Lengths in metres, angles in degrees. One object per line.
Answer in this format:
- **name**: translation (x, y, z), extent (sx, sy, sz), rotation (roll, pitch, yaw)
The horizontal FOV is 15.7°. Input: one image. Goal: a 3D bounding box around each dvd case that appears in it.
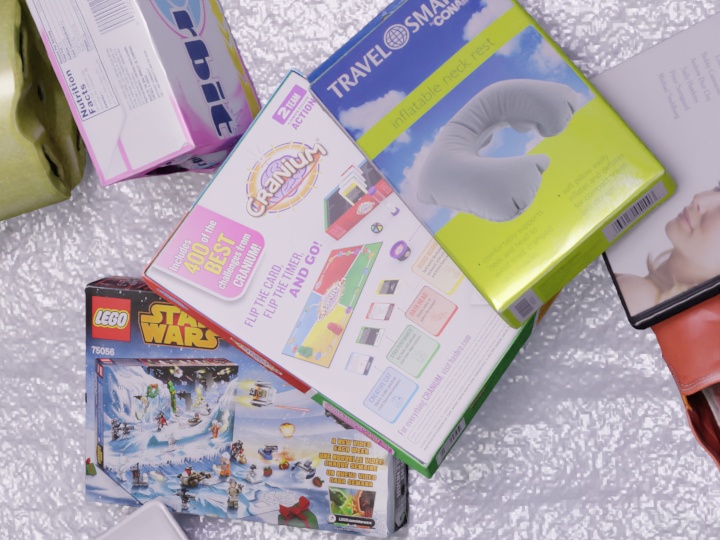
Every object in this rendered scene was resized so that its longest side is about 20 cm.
- **dvd case**: translation (0.210, -0.072, 1.421), extent (0.200, 0.018, 0.143), rotation (-27, 71, 20)

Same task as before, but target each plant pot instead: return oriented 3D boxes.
- **plant pot**: translation (-0.268, -0.091, 1.543), extent (0.184, 0.200, 0.201), rotation (-10, 96, 11)

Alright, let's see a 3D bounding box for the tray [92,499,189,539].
- **tray**: translation (-0.095, 0.238, 1.598), extent (0.107, 0.022, 0.200), rotation (-35, 90, 37)

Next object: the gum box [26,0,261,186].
- **gum box**: translation (-0.132, -0.147, 1.509), extent (0.066, 0.113, 0.200), rotation (-21, 91, 22)

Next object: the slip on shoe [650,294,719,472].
- **slip on shoe**: translation (0.200, 0.047, 1.447), extent (0.074, 0.061, 0.200), rotation (-26, 84, 25)

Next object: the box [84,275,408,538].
- **box**: translation (-0.069, 0.080, 1.565), extent (0.200, 0.040, 0.137), rotation (6, 102, 19)

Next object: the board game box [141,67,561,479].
- **board game box**: translation (0.000, 0.000, 1.490), extent (0.200, 0.040, 0.153), rotation (34, 80, 12)

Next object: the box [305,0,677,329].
- **box**: translation (0.065, -0.082, 1.443), extent (0.122, 0.048, 0.200), rotation (-41, 69, 2)
